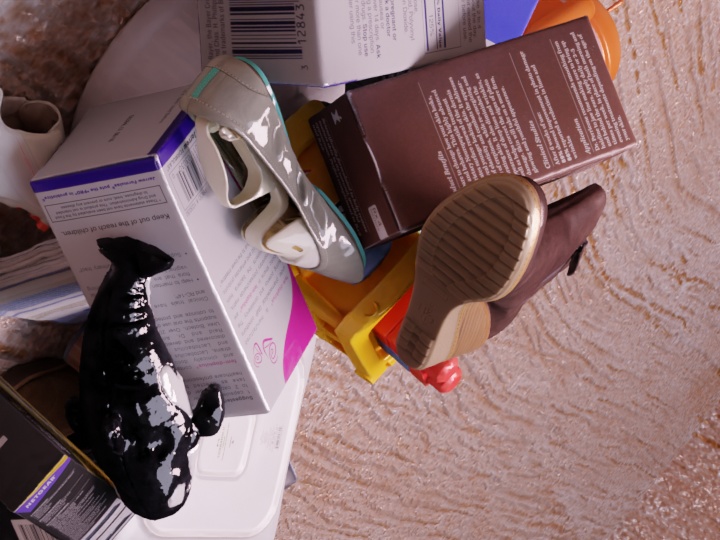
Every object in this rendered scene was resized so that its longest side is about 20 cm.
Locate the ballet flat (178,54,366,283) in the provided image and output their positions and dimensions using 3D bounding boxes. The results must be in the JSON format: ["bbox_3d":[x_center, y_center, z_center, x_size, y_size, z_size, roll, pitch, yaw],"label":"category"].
[{"bbox_3d":[-0.061,-0.050,1.473,0.064,0.067,0.200,-48,131,-24],"label":"ballet flat"}]

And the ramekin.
[{"bbox_3d":[-0.102,-0.112,1.631,0.200,0.098,0.201,-41,157,-22],"label":"ramekin"}]

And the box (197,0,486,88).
[{"bbox_3d":[-0.013,-0.224,1.510,0.200,0.105,0.185,-17,108,-53],"label":"box"}]

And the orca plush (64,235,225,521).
[{"bbox_3d":[-0.140,0.083,1.459,0.071,0.105,0.201,-77,179,-62],"label":"orca plush"}]

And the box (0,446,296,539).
[{"bbox_3d":[-0.179,0.170,1.824,0.200,0.107,0.148,-31,-166,-40],"label":"box"}]

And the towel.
[{"bbox_3d":[-0.203,0.007,1.622,0.146,0.024,0.200,-16,169,23],"label":"towel"}]

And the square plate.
[{"bbox_3d":[-0.111,0.125,1.735,0.198,0.028,0.201,8,95,-49],"label":"square plate"}]

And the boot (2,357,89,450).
[{"bbox_3d":[-0.201,0.095,1.802,0.200,0.075,0.074,-27,146,-47],"label":"boot"}]

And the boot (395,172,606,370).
[{"bbox_3d":[0.107,-0.026,1.517,0.166,0.072,0.200,-34,164,-38],"label":"boot"}]

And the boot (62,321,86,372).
[{"bbox_3d":[-0.134,0.041,1.792,0.200,0.097,0.075,-43,166,-36],"label":"boot"}]

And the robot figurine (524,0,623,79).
[{"bbox_3d":[0.146,-0.176,1.987,0.200,0.116,0.144,-34,132,-33],"label":"robot figurine"}]

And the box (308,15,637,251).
[{"bbox_3d":[0.077,-0.093,1.540,0.200,0.100,0.075,-19,177,-28],"label":"box"}]

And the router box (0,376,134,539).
[{"bbox_3d":[-0.254,0.099,1.535,0.052,0.200,0.157,-49,159,-5],"label":"router box"}]

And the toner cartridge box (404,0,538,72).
[{"bbox_3d":[0.075,-0.176,1.783,0.095,0.043,0.200,-63,-167,-7],"label":"toner cartridge box"}]

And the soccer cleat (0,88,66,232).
[{"bbox_3d":[-0.213,-0.072,1.526,0.078,0.069,0.200,-56,155,5],"label":"soccer cleat"}]

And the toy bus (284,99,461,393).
[{"bbox_3d":[0.000,0.000,1.620,0.136,0.192,0.200,-45,157,-8],"label":"toy bus"}]

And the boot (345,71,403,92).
[{"bbox_3d":[-0.002,-0.150,1.791,0.199,0.073,0.163,-63,-177,-33],"label":"boot"}]

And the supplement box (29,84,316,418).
[{"bbox_3d":[-0.119,-0.008,1.509,0.200,0.103,0.101,67,30,-25],"label":"supplement box"}]
